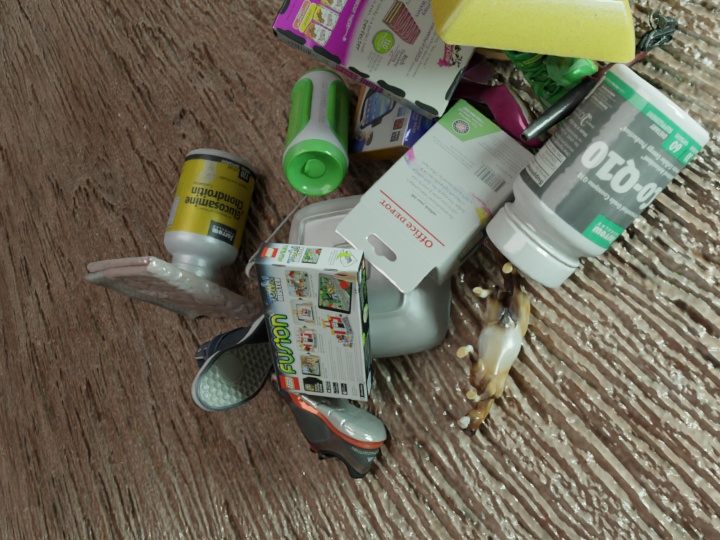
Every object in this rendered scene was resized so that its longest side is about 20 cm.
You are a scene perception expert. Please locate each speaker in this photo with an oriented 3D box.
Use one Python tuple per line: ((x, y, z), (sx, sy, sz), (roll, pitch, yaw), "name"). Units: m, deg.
((-0.055, -0.185, 1.038), (0.088, 0.088, 0.200), (-39, 31, 30), "speaker")

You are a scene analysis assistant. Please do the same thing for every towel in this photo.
((-0.269, 0.031, 1.141), (0.191, 0.200, 0.032), (-3, 68, 44), "towel")

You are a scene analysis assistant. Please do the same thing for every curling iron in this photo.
((0.232, -0.190, 0.772), (0.200, 0.050, 0.026), (-37, 63, -7), "curling iron")

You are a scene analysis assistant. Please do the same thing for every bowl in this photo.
((0.000, 0.000, 0.925), (0.199, 0.075, 0.200), (-6, 76, 19), "bowl")

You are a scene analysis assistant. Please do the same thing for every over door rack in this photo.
((-0.050, -0.043, 1.052), (0.148, 0.067, 0.200), (31, 88, 43), "over door rack")

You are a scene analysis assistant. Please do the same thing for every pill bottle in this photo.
((-0.230, -0.072, 1.186), (0.112, 0.112, 0.200), (-2, 71, 44), "pill bottle")
((0.221, -0.086, 0.759), (0.200, 0.113, 0.113), (-52, 48, 21), "pill bottle")

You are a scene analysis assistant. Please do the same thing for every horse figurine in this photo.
((0.136, 0.067, 0.806), (0.050, 0.133, 0.200), (10, 76, 25), "horse figurine")

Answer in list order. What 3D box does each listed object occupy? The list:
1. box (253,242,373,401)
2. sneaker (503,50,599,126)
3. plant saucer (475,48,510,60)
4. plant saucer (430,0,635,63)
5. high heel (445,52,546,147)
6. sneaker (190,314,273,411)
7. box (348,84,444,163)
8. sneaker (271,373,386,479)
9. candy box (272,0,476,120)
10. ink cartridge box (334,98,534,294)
((-0.046, 0.060, 0.861), (0.110, 0.200, 0.035), (6, 42, 10), "box")
((0.180, -0.217, 0.801), (0.074, 0.200, 0.084), (-18, 24, 43), "sneaker")
((0.170, -0.332, 0.862), (0.200, 0.032, 0.201), (7, 110, 20), "plant saucer")
((0.162, -0.296, 0.733), (0.048, 0.200, 0.200), (123, 146, -63), "plant saucer")
((0.134, -0.177, 0.898), (0.096, 0.067, 0.200), (-41, 47, 16), "high heel")
((-0.185, 0.136, 1.055), (0.146, 0.202, 0.077), (-26, 100, 36), "sneaker")
((0.046, -0.199, 0.968), (0.200, 0.041, 0.119), (8, 84, 68), "box")
((-0.054, 0.190, 0.975), (0.200, 0.077, 0.082), (29, 108, 48), "sneaker")
((0.025, -0.266, 0.839), (0.136, 0.200, 0.061), (-62, 6, 5), "candy box")
((0.082, -0.069, 0.845), (0.200, 0.067, 0.117), (-44, 71, -7), "ink cartridge box")
